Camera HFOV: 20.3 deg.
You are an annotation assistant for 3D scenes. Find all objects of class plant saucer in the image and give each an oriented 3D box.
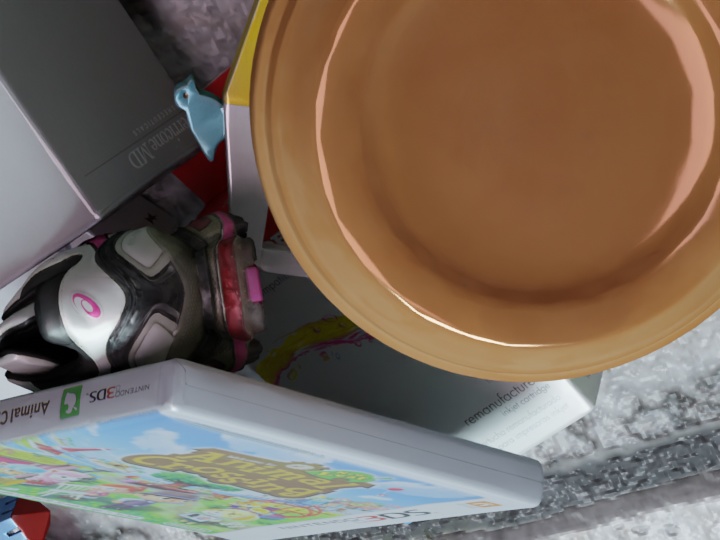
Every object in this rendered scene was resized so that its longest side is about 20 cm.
[{"bbox_3d":[0.061,-0.053,0.682,0.199,0.037,0.202,-1,108,-3],"label":"plant saucer"}]

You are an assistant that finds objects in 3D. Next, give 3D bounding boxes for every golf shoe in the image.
[{"bbox_3d":[-0.108,0.019,0.799,0.091,0.073,0.200,-6,171,-21],"label":"golf shoe"}]

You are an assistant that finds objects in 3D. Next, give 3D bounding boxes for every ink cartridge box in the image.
[{"bbox_3d":[0.000,0.000,0.864,0.116,0.067,0.200,-36,106,32],"label":"ink cartridge box"}]

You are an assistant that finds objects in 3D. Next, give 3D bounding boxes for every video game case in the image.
[{"bbox_3d":[-0.058,0.079,0.807,0.181,0.022,0.199,-14,156,43],"label":"video game case"}]

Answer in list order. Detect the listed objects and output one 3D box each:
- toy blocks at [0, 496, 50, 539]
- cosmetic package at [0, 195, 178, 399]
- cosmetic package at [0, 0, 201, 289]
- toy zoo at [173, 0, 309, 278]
[{"bbox_3d":[-0.178,0.192,1.036,0.136,0.100,0.201,-26,112,17],"label":"toy blocks"},{"bbox_3d":[-0.206,-0.019,0.925,0.199,0.052,0.151,34,122,-7],"label":"cosmetic package"},{"bbox_3d":[-0.161,-0.099,0.805,0.090,0.107,0.200,-33,98,31],"label":"cosmetic package"},{"bbox_3d":[0.026,-0.056,0.786,0.199,0.020,0.132,8,102,-9],"label":"toy zoo"}]
